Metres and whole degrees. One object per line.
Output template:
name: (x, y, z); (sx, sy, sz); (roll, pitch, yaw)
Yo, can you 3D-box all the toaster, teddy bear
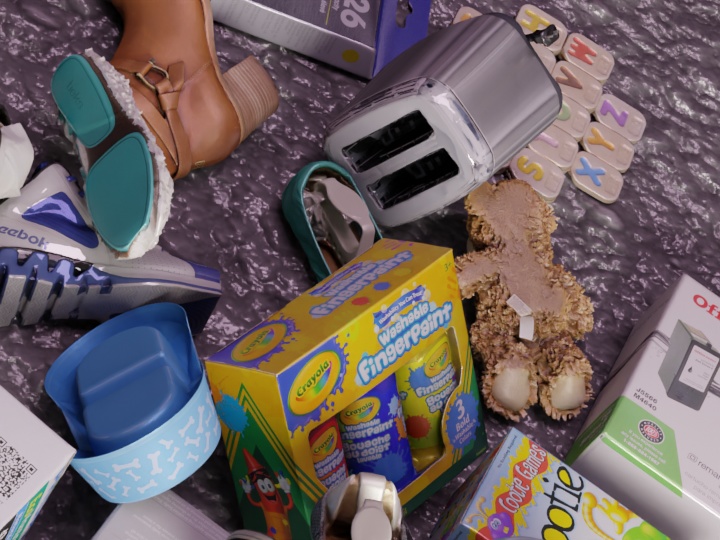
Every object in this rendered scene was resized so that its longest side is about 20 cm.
toaster: (0.064, -0.116, 1.863); (0.114, 0.200, 0.129); (55, 47, -11)
teddy bear: (0.121, 0.029, 1.885); (0.144, 0.067, 0.201); (-18, 73, -27)

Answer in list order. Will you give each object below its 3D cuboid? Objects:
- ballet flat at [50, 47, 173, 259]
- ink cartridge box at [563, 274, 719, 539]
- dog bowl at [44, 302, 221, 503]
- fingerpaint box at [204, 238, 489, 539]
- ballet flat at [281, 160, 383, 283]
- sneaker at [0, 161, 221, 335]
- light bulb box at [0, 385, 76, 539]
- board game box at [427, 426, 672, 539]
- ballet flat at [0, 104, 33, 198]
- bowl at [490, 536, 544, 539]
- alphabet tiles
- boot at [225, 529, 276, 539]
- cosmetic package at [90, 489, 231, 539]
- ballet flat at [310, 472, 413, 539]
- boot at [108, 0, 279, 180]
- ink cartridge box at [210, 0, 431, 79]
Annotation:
ballet flat: (-0.166, -0.081, 1.714); (0.071, 0.072, 0.201); (1, 46, -28)
ink cartridge box: (0.261, 0.122, 1.870); (0.145, 0.084, 0.200); (35, 48, -2)
dog bowl: (-0.151, 0.091, 1.622); (0.050, 0.111, 0.200); (62, 0, -25)
fingerpaint box: (-0.004, 0.096, 1.689); (0.200, 0.073, 0.168); (-34, 122, -42)
ballet flat: (0.000, 0.000, 1.824); (0.067, 0.070, 0.201); (-21, 68, -24)
sneaker: (-0.198, -0.021, 1.725); (0.198, 0.081, 0.116); (7, 56, -23)
light bulb box: (-0.324, 0.140, 1.508); (0.198, 0.125, 0.200); (40, 47, 4)
board game box: (0.150, 0.227, 1.719); (0.200, 0.105, 0.103); (35, 48, -1)
ballet flat: (-0.267, -0.089, 1.691); (0.068, 0.068, 0.200); (18, 16, -15)
bowl: (0.101, 0.250, 1.521); (0.200, 0.105, 0.202); (15, 52, -20)
alphabet tiles: (0.152, -0.145, 2.053); (0.195, 0.015, 0.200); (31, 48, -5)
boot: (-0.086, 0.281, 1.495); (0.154, 0.073, 0.205); (-30, 118, -51)
cosmetic package: (-0.161, 0.241, 1.553); (0.107, 0.090, 0.200); (38, 50, 1)
ballet flat: (0.004, 0.170, 1.533); (0.072, 0.072, 0.200); (27, 18, -9)
boot: (-0.176, -0.157, 1.853); (0.155, 0.077, 0.200); (-36, 86, -37)
ink cartridge box: (-0.024, -0.261, 2.022); (0.199, 0.047, 0.198); (18, 49, -13)
